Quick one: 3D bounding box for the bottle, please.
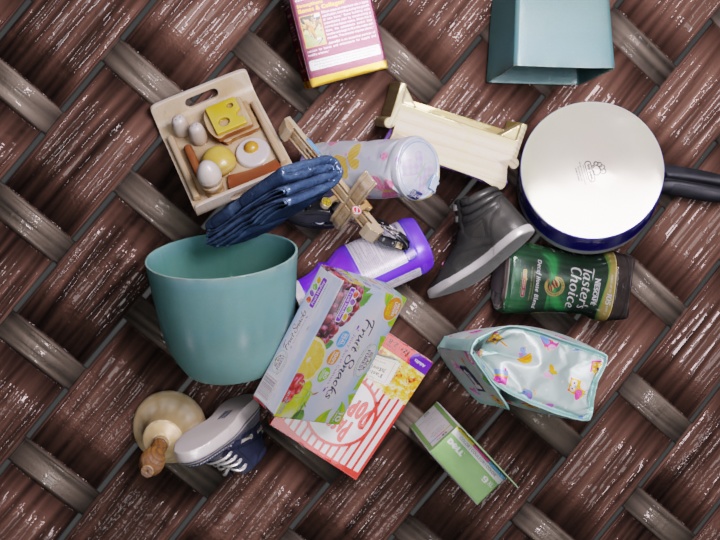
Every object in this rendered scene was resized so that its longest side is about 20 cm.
[{"bbox_3d":[0.000,0.000,1.661,0.199,0.065,0.084,-25,57,-7],"label":"bottle"}]

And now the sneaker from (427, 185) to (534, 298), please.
[{"bbox_3d":[0.149,-0.043,1.667,0.070,0.200,0.100,-11,67,-46],"label":"sneaker"}]

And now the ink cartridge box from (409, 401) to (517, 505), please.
[{"bbox_3d":[0.138,0.257,1.652,0.059,0.200,0.104,-42,100,-3],"label":"ink cartridge box"}]

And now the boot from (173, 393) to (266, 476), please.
[{"bbox_3d":[-0.179,0.241,1.605,0.072,0.200,0.091,-9,101,24],"label":"boot"}]

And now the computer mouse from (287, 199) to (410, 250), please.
[{"bbox_3d":[-0.028,-0.060,1.631,0.199,0.059,0.034,18,60,15],"label":"computer mouse"}]

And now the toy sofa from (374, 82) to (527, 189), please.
[{"bbox_3d":[0.121,-0.187,1.660,0.199,0.083,0.098,16,97,-11],"label":"toy sofa"}]

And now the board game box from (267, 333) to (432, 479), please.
[{"bbox_3d":[-0.015,0.170,1.695,0.151,0.046,0.201,33,90,-11],"label":"board game box"}]

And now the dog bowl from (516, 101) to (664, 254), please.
[{"bbox_3d":[0.317,-0.128,1.658,0.198,0.079,0.202,-1,77,6],"label":"dog bowl"}]

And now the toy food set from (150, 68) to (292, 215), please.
[{"bbox_3d":[-0.182,-0.173,1.573,0.143,0.061,0.201,-23,56,-7],"label":"toy food set"}]

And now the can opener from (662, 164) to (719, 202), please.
[{"bbox_3d":[0.452,-0.129,1.744,0.198,0.079,0.064,0,57,-13],"label":"can opener"}]

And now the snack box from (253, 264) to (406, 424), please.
[{"bbox_3d":[-0.039,0.102,1.582,0.142,0.053,0.201,15,106,-52],"label":"snack box"}]

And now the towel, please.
[{"bbox_3d":[-0.112,-0.085,1.539,0.111,0.200,0.049,-22,85,-41],"label":"towel"}]

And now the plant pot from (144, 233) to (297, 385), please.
[{"bbox_3d":[-0.176,0.054,1.585,0.199,0.201,0.162,-7,109,-9],"label":"plant pot"}]

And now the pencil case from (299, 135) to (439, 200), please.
[{"bbox_3d":[0.011,-0.132,1.590,0.090,0.199,0.084,20,78,-46],"label":"pencil case"}]

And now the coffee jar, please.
[{"bbox_3d":[0.292,0.016,1.711,0.198,0.085,0.105,4,95,-11],"label":"coffee jar"}]

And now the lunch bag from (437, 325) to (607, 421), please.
[{"bbox_3d":[0.216,0.134,1.667,0.199,0.170,0.123,16,86,-11],"label":"lunch bag"}]

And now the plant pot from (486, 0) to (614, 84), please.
[{"bbox_3d":[0.257,-0.366,1.641,0.140,0.141,0.202,0,89,-10],"label":"plant pot"}]

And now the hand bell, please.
[{"bbox_3d":[-0.265,0.235,1.573,0.103,0.200,0.105,0,100,-1],"label":"hand bell"}]

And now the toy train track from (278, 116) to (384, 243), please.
[{"bbox_3d":[-0.046,-0.116,1.561,0.032,0.115,0.200,-30,76,-39],"label":"toy train track"}]

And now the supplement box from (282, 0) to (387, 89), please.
[{"bbox_3d":[-0.044,-0.355,1.611,0.110,0.086,0.202,-15,99,-7],"label":"supplement box"}]
